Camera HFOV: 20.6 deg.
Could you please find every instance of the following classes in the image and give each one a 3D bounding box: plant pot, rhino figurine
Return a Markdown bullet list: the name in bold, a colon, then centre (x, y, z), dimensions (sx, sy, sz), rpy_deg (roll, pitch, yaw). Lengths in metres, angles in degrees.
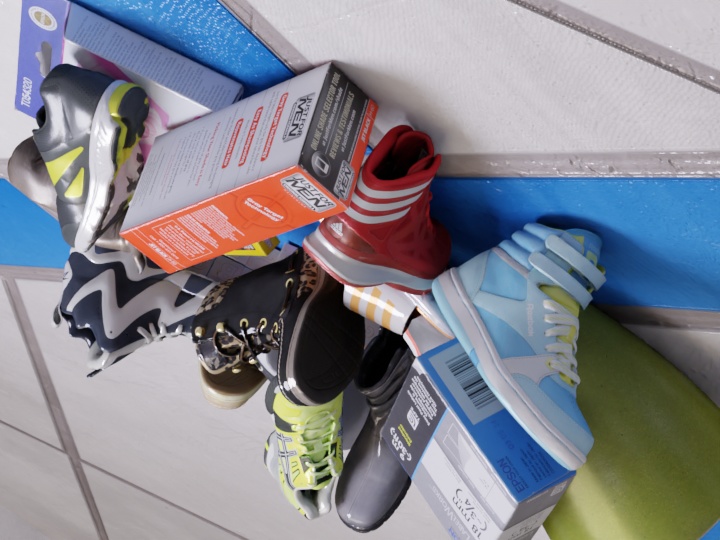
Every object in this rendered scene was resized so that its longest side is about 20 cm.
- **plant pot**: centre (0.188, 0.118, 1.627), dimensions (0.200, 0.187, 0.187), rpy_deg (51, 153, -18)
- **rhino figurine**: centre (-0.225, -0.063, 1.740), dimensions (0.199, 0.087, 0.060), rpy_deg (35, 147, 18)

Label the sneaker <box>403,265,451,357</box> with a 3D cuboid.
- **sneaker**: centre (0.089, 0.064, 1.672), dimensions (0.201, 0.077, 0.082), rpy_deg (52, 143, -7)

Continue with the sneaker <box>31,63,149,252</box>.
- **sneaker**: centre (-0.223, -0.096, 1.598), dimensions (0.084, 0.075, 0.201), rpy_deg (31, 140, 8)

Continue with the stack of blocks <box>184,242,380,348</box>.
- **stack of blocks**: centre (-0.071, 0.024, 1.855), dimensions (0.199, 0.059, 0.115), rpy_deg (26, 160, 5)

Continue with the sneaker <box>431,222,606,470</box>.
- **sneaker**: centre (0.147, 0.042, 1.482), dimensions (0.201, 0.130, 0.080), rpy_deg (58, -171, 35)

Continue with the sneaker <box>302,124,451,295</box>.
- **sneaker**: centre (0.043, -0.047, 1.521), dimensions (0.078, 0.116, 0.200), rpy_deg (41, -161, 14)

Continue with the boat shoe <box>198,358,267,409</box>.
- **boat shoe**: centre (-0.121, 0.090, 1.909), dimensions (0.071, 0.065, 0.200), rpy_deg (16, -157, -5)

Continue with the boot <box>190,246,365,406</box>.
- **boot**: centre (-0.072, 0.053, 1.667), dimensions (0.150, 0.201, 0.073), rpy_deg (-23, 127, 30)

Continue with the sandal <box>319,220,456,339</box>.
- **sandal**: centre (0.003, 0.000, 1.621), dimensions (0.206, 0.059, 0.079), rpy_deg (42, -167, 17)

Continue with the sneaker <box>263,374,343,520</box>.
- **sneaker**: centre (-0.039, 0.146, 1.755), dimensions (0.077, 0.075, 0.201), rpy_deg (58, 161, 30)

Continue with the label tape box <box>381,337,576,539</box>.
- **label tape box**: centre (0.085, 0.162, 1.611), dimensions (0.145, 0.063, 0.201), rpy_deg (55, 152, 20)

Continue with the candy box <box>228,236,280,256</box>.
- **candy box**: centre (-0.163, -0.060, 1.781), dimensions (0.199, 0.026, 0.103), rpy_deg (2, 129, 49)

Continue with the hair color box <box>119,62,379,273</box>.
- **hair color box**: centre (-0.086, -0.075, 1.499), dimensions (0.199, 0.102, 0.061), rpy_deg (-18, 134, 42)

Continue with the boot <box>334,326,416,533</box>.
- **boot**: centre (0.017, 0.128, 1.799), dimensions (0.069, 0.201, 0.132), rpy_deg (17, 162, 24)

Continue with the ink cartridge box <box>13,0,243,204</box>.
- **ink cartridge box**: centre (-0.202, -0.128, 1.631), dimensions (0.199, 0.044, 0.197), rpy_deg (25, 150, 2)

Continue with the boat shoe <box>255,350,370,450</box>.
- **boat shoe**: centre (-0.049, 0.095, 1.834), dimensions (0.056, 0.069, 0.200), rpy_deg (31, 164, 41)

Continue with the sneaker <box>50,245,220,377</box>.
- **sneaker**: centre (-0.193, 0.057, 1.812), dimensions (0.198, 0.130, 0.079), rpy_deg (32, 161, -13)
